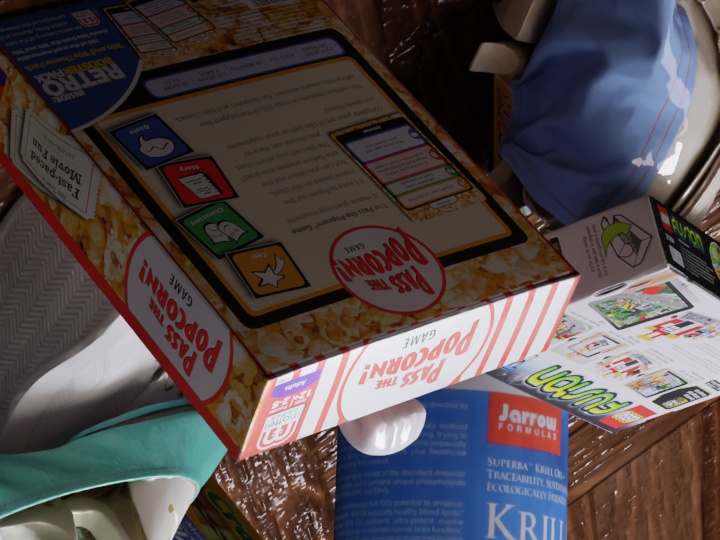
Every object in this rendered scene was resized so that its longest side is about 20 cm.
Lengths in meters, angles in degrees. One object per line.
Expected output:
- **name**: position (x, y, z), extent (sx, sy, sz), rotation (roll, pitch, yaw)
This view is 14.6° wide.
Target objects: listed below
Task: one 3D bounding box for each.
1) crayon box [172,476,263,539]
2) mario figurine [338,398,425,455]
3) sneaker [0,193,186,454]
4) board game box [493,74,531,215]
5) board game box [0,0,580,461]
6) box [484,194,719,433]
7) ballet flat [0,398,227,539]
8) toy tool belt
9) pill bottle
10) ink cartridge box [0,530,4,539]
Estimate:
- **crayon box**: position (-0.087, 0.146, 1.326), extent (0.052, 0.126, 0.200), rotation (-47, 151, 10)
- **mario figurine**: position (0.000, 0.000, 1.176), extent (0.106, 0.123, 0.200), rotation (-51, 180, 11)
- **sneaker**: position (-0.103, 0.016, 1.193), extent (0.116, 0.074, 0.200), rotation (-9, 148, -46)
- **board game box**: position (0.150, -0.106, 1.368), extent (0.200, 0.030, 0.096), rotation (-33, 150, -19)
- **board game box**: position (-0.037, -0.031, 1.066), extent (0.151, 0.200, 0.046), rotation (-17, 143, -36)
- **box**: position (0.120, 0.024, 1.253), extent (0.110, 0.035, 0.200), rotation (-21, 159, 21)
- **ballet flat**: position (-0.123, 0.104, 1.165), extent (0.200, 0.070, 0.067), rotation (-10, 151, -40)
- **toy tool belt**: position (0.114, -0.100, 1.226), extent (0.123, 0.125, 0.200), rotation (-4, 121, -41)
- **pill bottle**: position (0.043, 0.095, 1.333), extent (0.112, 0.200, 0.112), rotation (1, 169, 0)
- **ink cartridge box**: position (-0.232, 0.049, 0.997), extent (0.145, 0.147, 0.200), rotation (-32, 150, -17)
